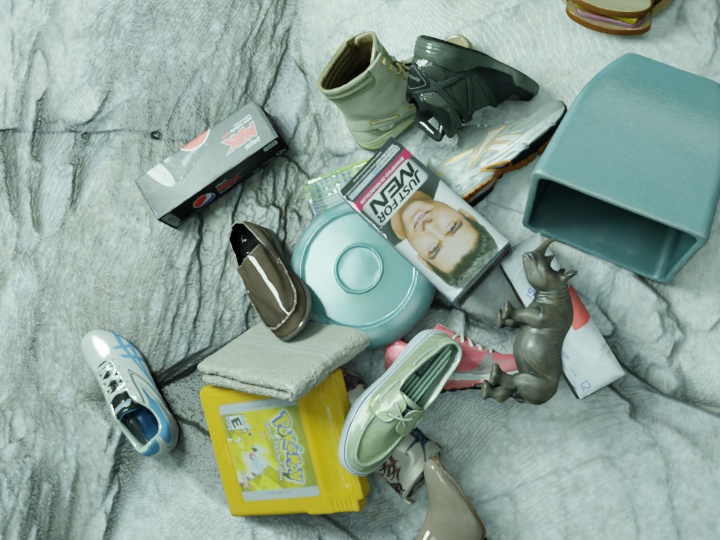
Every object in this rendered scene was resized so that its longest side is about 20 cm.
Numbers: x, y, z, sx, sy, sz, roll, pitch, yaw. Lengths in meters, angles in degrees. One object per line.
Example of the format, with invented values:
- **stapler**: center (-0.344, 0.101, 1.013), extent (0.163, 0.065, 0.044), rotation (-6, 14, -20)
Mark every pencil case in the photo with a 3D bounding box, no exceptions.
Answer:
- **pencil case**: center (0.010, 0.201, 1.078), extent (0.200, 0.078, 0.090), rotation (38, 110, 13)

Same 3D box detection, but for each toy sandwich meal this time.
- **toy sandwich meal**: center (0.330, -0.404, 1.096), extent (0.203, 0.070, 0.207), rotation (-1, 83, 10)

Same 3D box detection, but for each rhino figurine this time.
- **rhino figurine**: center (0.203, 0.061, 0.998), extent (0.087, 0.060, 0.202), rotation (12, 89, -2)

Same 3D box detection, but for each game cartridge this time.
- **game cartridge**: center (-0.095, 0.218, 1.069), extent (0.198, 0.032, 0.178), rotation (-10, 97, 27)

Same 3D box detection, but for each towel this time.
- **towel**: center (0.016, -0.049, 1.136), extent (0.142, 0.023, 0.202), rotation (-19, 80, 9)
- **towel**: center (-0.098, 0.108, 1.055), extent (0.199, 0.132, 0.035), rotation (4, 120, 46)

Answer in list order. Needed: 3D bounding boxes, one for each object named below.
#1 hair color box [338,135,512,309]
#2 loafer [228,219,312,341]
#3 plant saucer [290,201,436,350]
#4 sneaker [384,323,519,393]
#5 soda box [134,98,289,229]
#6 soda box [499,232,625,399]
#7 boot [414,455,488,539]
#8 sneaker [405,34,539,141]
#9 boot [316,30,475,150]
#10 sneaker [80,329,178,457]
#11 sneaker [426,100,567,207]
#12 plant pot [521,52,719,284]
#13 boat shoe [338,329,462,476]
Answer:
- **hair color box**: center (0.079, -0.059, 1.047), extent (0.099, 0.061, 0.200), rotation (-46, 72, 1)
- **loafer**: center (-0.126, 0.009, 1.089), extent (0.073, 0.071, 0.200), rotation (-46, 46, 12)
- **plant saucer**: center (0.000, 0.000, 1.098), extent (0.198, 0.027, 0.202), rotation (-3, 77, 13)
- **sneaker**: center (0.121, 0.107, 1.071), extent (0.198, 0.074, 0.088), rotation (-7, 80, 10)
- **soda box**: center (-0.201, -0.144, 1.167), extent (0.199, 0.063, 0.071), rotation (-34, 78, 4)
- **soda box**: center (0.244, 0.057, 1.057), extent (0.063, 0.068, 0.201), rotation (-30, 78, 5)
- **boot**: center (0.081, 0.340, 1.021), extent (0.146, 0.070, 0.201), rotation (-34, 105, -11)
- **sneaker**: center (0.135, -0.219, 1.079), extent (0.076, 0.198, 0.115), rotation (41, 120, 44)
- **boot**: center (0.049, -0.255, 1.084), extent (0.200, 0.155, 0.072), rotation (-38, 59, 5)
- **sneaker**: center (-0.314, 0.160, 1.147), extent (0.072, 0.072, 0.201), rotation (-39, 77, 5)
- **sneaker**: center (0.170, -0.166, 1.098), extent (0.199, 0.076, 0.092), rotation (-36, 74, 3)
- **plant pot**: center (0.322, -0.132, 1.008), extent (0.195, 0.196, 0.201), rotation (23, 79, 12)
- **boat shoe**: center (0.045, 0.152, 1.002), extent (0.072, 0.062, 0.201), rotation (37, 81, -14)
